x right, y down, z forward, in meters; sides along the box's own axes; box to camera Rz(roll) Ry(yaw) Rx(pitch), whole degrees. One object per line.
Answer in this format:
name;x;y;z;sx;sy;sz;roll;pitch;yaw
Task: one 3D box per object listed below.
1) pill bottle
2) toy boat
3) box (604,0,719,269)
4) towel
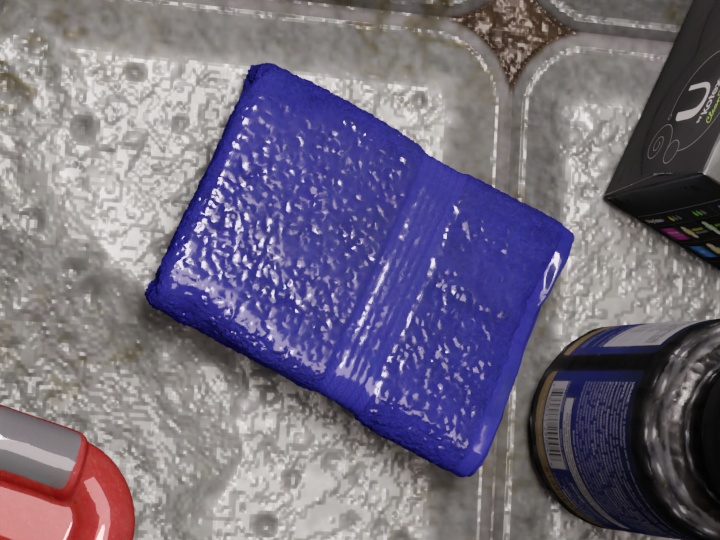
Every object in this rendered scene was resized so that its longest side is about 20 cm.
pill bottle;0.171;0.081;1.040;0.111;0.200;0.113;1;87;-18
toy boat;-0.174;0.158;0.950;0.130;0.131;0.201;20;74;-16
box;0.263;-0.059;1.117;0.199;0.124;0.149;30;77;-14
towel;0.000;0.000;1.071;0.199;0.050;0.148;29;72;-14
